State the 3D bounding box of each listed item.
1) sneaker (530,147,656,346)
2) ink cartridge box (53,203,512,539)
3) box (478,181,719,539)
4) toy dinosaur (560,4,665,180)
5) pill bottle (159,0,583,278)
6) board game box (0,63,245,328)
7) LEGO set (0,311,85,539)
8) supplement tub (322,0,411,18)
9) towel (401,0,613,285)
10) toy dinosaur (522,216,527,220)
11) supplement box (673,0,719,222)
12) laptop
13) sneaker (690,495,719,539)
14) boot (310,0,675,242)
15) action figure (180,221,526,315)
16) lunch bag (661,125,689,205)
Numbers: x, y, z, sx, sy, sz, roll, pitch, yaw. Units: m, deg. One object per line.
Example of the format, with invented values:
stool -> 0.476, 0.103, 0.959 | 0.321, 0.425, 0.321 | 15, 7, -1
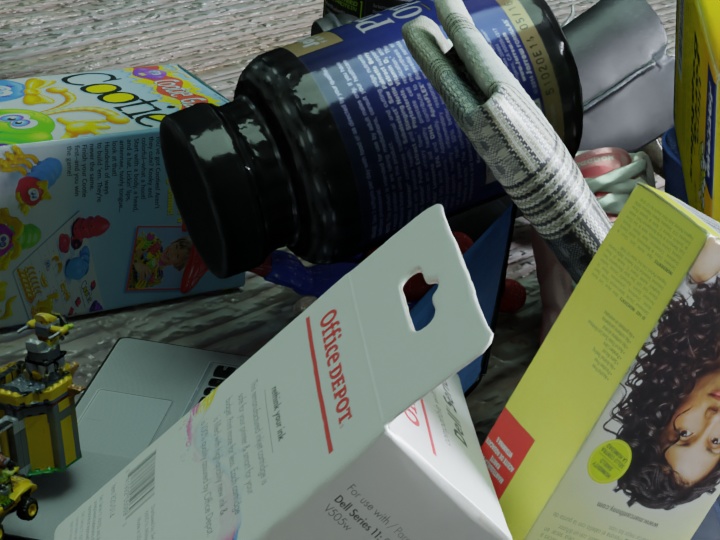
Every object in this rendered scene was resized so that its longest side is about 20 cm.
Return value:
sneaker -> 0.127, -0.002, 0.875 | 0.074, 0.106, 0.201 | -6, 24, 1
ink cartridge box -> -0.019, 0.081, 0.581 | 0.067, 0.200, 0.117 | 44, 14, -23
box -> 0.082, 0.075, 0.588 | 0.075, 0.201, 0.050 | 21, 15, -32
toy dinosaur -> 0.145, -0.103, 1.107 | 0.076, 0.103, 0.200 | -6, 26, -23
pill bottle -> 0.005, -0.070, 0.843 | 0.198, 0.113, 0.112 | -21, 33, -17
board game box -> -0.170, -0.042, 0.911 | 0.198, 0.106, 0.103 | -9, 28, -30
LEGO set -> -0.219, 0.033, 0.701 | 0.198, 0.117, 0.153 | 15, 28, 35
supplement tub -> 0.034, -0.148, 1.064 | 0.121, 0.202, 0.123 | 5, 25, -2
towel -> 0.091, -0.023, 0.699 | 0.034, 0.193, 0.200 | -37, 19, 6
toy dinosaur -> 0.107, -0.049, 1.036 | 0.197, 0.061, 0.106 | 7, 26, 4
supplement box -> 0.209, -0.081, 0.782 | 0.107, 0.111, 0.201 | -1, 29, 7
laptop -> -0.040, 0.041, 0.747 | 0.198, 0.117, 0.188 | 8, 24, 6
sneaker -> 0.168, 0.120, 0.668 | 0.144, 0.078, 0.203 | -4, 25, -13
boot -> 0.088, -0.117, 0.986 | 0.199, 0.166, 0.066 | -30, 12, -10
action figure -> 0.000, 0.000, 0.909 | 0.198, 0.052, 0.066 | 9, 48, -16
lunch bag -> 0.263, -0.008, 0.892 | 0.198, 0.134, 0.136 | -9, 29, -9
